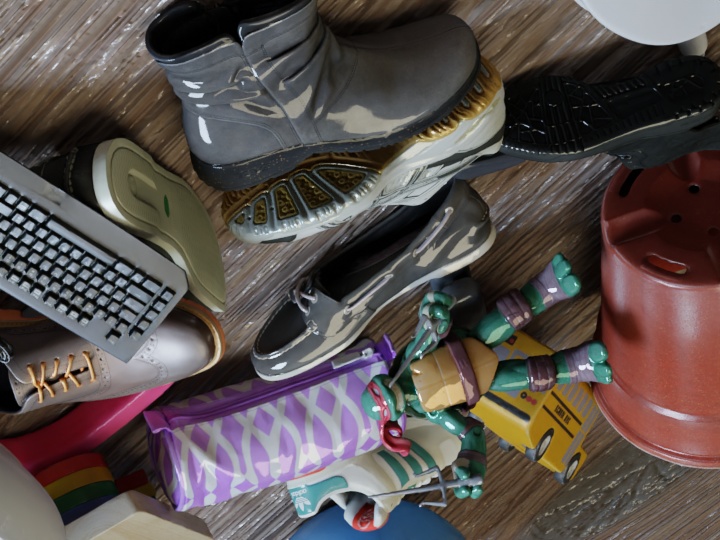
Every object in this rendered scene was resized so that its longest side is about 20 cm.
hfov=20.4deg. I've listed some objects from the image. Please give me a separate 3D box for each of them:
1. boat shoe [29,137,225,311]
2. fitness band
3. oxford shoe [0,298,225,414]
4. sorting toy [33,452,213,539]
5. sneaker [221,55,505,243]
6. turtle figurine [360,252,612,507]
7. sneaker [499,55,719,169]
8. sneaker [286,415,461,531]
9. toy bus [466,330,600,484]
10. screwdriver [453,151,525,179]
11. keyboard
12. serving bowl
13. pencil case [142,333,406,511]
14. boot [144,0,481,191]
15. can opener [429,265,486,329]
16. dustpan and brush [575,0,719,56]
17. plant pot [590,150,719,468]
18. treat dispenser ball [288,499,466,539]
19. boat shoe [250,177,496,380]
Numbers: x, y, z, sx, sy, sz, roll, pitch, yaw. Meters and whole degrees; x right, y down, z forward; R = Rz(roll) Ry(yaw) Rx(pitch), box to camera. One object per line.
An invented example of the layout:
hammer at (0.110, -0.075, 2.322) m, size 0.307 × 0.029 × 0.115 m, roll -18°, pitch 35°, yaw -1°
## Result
boat shoe at (-0.139, -0.024, 1.250) m, size 0.067 × 0.072 × 0.200 m, roll -14°, pitch 155°, yaw 17°
fitness band at (-0.204, 0.079, 1.370) m, size 0.200 × 0.038 × 0.143 m, roll -38°, pitch 148°, yaw 19°
oxford shoe at (-0.182, 0.061, 1.247) m, size 0.199 × 0.073 × 0.072 m, roll -8°, pitch 115°, yaw 16°
sorting toy at (-0.232, 0.207, 1.475) m, size 0.198 × 0.070 × 0.200 m, roll -29°, pitch 163°, yaw 3°
sneaker at (0.009, -0.061, 1.289) m, size 0.199 × 0.076 × 0.088 m, roll -27°, pitch 149°, yaw -1°
turtle figurine at (0.072, 0.072, 1.425) m, size 0.199 × 0.101 × 0.151 m, roll -24°, pitch 113°, yaw -11°
sneaker at (0.181, -0.099, 1.376) m, size 0.198 × 0.060 × 0.104 m, roll -11°, pitch 163°, yaw -2°
sneaker at (0.017, 0.161, 1.590) m, size 0.199 × 0.094 × 0.070 m, roll 8°, pitch 162°, yaw -41°
toy bus at (0.139, 0.109, 1.577) m, size 0.079 × 0.065 × 0.200 m, roll -59°, pitch 157°, yaw -4°
screwdriver at (0.026, -0.062, 1.342) m, size 0.199 × 0.029 × 0.028 m, roll -17°, pitch 148°, yaw -24°
keyboard at (-0.212, -0.003, 1.166) m, size 0.199 × 0.021 × 0.127 m, roll 33°, pitch 116°, yaw -22°
serving bowl at (-0.272, 0.138, 1.300) m, size 0.066 × 0.199 × 0.200 m, roll -62°, pitch 159°, yaw -24°
pencil case at (-0.060, 0.111, 1.468) m, size 0.199 × 0.084 × 0.086 m, roll -19°, pitch 142°, yaw -20°
boot at (-0.021, -0.129, 1.179) m, size 0.199 × 0.070 × 0.132 m, roll -26°, pitch 144°, yaw -11°
can opener at (0.073, 0.059, 1.539) m, size 0.066 × 0.053 × 0.200 m, roll -22°, pitch 148°, yaw -8°
dustpan and brush at (0.210, -0.181, 1.302) m, size 0.139 × 0.057 × 0.200 m, roll -28°, pitch 142°, yaw 4°
plant pot at (0.262, 0.011, 1.499) m, size 0.200 × 0.201 × 0.196 m, roll -24°, pitch 141°, yaw -6°
treat dispenser ball at (0.015, 0.295, 1.700) m, size 0.200 × 0.202 × 0.201 m, roll -20°, pitch 148°, yaw -13°
boat shoe at (0.000, 0.000, 1.395) m, size 0.199 × 0.067 × 0.057 m, roll -33°, pitch 126°, yaw 0°
